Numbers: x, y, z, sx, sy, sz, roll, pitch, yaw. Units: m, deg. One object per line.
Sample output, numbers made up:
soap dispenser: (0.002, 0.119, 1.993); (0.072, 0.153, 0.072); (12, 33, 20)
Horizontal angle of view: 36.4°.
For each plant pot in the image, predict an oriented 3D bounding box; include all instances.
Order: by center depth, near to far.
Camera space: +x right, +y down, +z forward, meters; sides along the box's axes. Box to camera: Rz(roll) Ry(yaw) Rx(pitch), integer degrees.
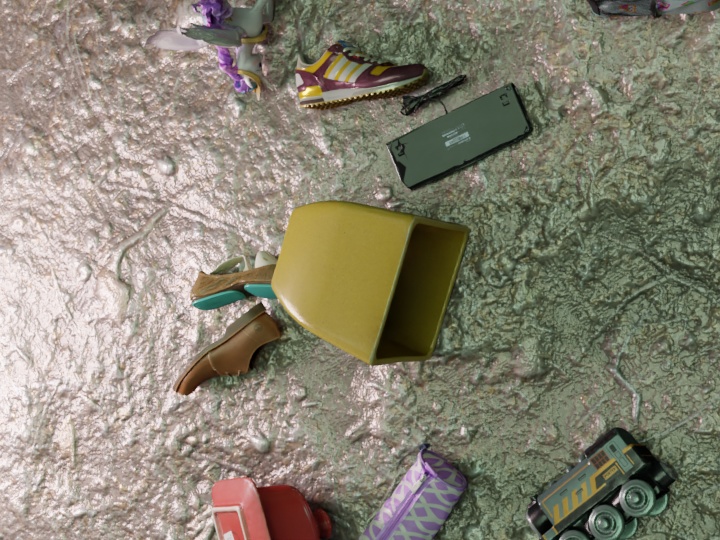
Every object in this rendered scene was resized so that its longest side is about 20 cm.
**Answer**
plant pot: (0.000, 0.000, 1.469); (0.199, 0.195, 0.195); (20, 97, 27)

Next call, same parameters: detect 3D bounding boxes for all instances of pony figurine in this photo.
pony figurine: (-0.194, -0.358, 1.569); (0.166, 0.192, 0.201); (17, 97, 56)

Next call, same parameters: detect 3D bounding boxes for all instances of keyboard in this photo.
keyboard: (0.126, -0.203, 1.506); (0.199, 0.021, 0.128); (-23, 86, 20)

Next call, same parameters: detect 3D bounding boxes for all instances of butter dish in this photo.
butter dish: (-0.110, 0.376, 1.538); (0.199, 0.147, 0.201); (-27, 77, 62)

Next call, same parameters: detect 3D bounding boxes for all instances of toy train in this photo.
toy train: (0.302, 0.292, 1.393); (0.200, 0.085, 0.114); (-45, 61, 18)

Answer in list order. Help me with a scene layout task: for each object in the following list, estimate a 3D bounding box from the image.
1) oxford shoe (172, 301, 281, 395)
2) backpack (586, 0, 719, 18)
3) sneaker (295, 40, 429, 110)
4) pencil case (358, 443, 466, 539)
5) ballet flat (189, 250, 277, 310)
oxford shoe: (-0.199, 0.134, 1.617); (0.200, 0.071, 0.071); (-39, 89, 22)
backpack: (0.374, -0.403, 1.334); (0.199, 0.153, 0.177); (9, 87, 17)
sneaker: (-0.003, -0.283, 1.533); (0.199, 0.075, 0.091); (-7, 92, 22)
pencil case: (0.064, 0.339, 1.488); (0.084, 0.085, 0.200); (37, 104, 21)
ballet flat: (-0.163, 0.010, 1.612); (0.199, 0.068, 0.073); (-10, 66, 27)
